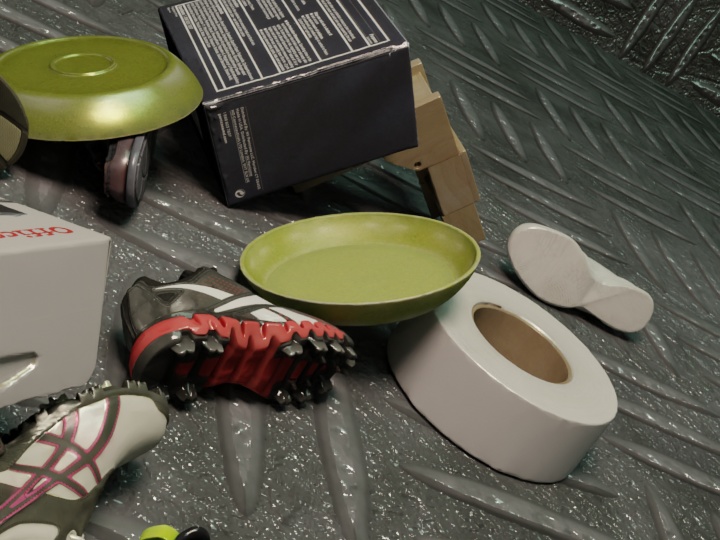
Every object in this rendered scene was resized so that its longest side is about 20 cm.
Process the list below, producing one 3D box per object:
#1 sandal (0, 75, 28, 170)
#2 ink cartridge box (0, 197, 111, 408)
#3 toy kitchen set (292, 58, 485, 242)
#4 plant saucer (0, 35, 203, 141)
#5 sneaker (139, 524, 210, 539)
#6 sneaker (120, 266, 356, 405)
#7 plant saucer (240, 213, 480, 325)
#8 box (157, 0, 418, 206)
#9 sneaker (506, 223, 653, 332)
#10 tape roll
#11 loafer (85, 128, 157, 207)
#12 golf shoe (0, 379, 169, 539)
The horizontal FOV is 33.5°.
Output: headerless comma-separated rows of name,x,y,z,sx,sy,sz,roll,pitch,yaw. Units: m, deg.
sandal,-0.341,-0.147,0.902,0.199,0.080,0.057,28,9,-10
ink cartridge box,-0.252,0.002,0.625,0.198,0.085,0.144,19,16,28
toy kitchen set,0.014,-0.121,1.313,0.164,0.179,0.201,-113,179,-49
plant saucer,-0.232,-0.161,1.006,0.197,0.031,0.201,1,29,-1
sneaker,-0.033,0.199,0.607,0.199,0.083,0.072,31,23,-6
sneaker,-0.088,0.043,0.856,0.199,0.071,0.098,7,37,-44
plant saucer,0.000,0.000,0.992,0.197,0.031,0.200,-1,22,1
box,-0.070,-0.186,1.154,0.196,0.124,0.201,-18,42,-9
sneaker,0.241,0.005,1.379,0.199,0.076,0.089,31,10,-20
tape roll,0.123,0.088,1.044,0.201,0.071,0.203,27,24,-13
loafer,-0.208,-0.106,1.018,0.062,0.073,0.200,8,22,-8
golf shoe,-0.169,0.116,0.633,0.199,0.077,0.089,-13,70,-57
